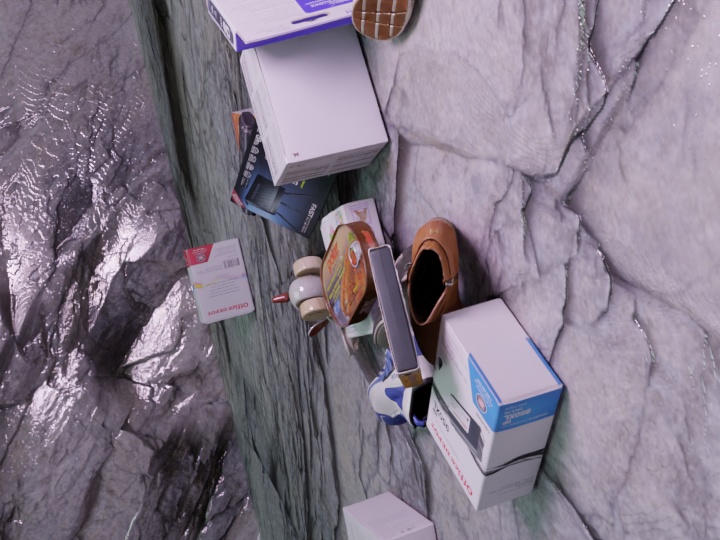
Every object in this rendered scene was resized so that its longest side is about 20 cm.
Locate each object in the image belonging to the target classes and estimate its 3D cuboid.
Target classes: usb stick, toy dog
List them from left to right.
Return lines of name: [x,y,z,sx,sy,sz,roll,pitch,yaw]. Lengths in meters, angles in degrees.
usb stick: [-0.191,-0.179,1.557,0.201,0.032,0.056,96,160,-46]
toy dog: [-0.079,0.058,1.518,0.201,0.095,0.133,60,-159,-46]

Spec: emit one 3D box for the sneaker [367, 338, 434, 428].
sneaker: [0.072,0.191,1.328,0.200,0.080,0.116,103,150,-51]

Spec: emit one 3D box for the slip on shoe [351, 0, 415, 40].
slip on shoe: [0.035,-0.351,1.086,0.200,0.075,0.061,103,-171,-68]

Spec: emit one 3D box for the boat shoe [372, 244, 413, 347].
boat shoe: [0.062,0.040,1.289,0.201,0.066,0.058,111,160,-52]

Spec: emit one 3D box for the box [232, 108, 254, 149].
box: [-0.152,-0.229,1.633,0.200,0.096,0.126,-153,51,-67]

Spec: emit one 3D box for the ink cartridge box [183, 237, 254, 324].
ink cartridge box: [-0.379,0.028,2.430,0.083,0.144,0.203,176,81,-72]

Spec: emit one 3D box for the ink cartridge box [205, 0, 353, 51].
ink cartridge box: [-0.092,-0.354,1.234,0.200,0.196,0.044,-124,21,-47]

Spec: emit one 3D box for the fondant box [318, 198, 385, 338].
fondant box: [0.000,0.000,1.438,0.144,0.058,0.202,159,96,-71]

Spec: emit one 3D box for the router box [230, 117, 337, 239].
router box: [-0.113,-0.160,1.456,0.201,0.148,0.062,117,177,-48]

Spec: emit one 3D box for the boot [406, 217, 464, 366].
boot: [0.091,0.042,1.094,0.155,0.076,0.203,-61,-24,-72]

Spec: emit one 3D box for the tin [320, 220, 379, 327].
tin: [-0.013,0.006,1.341,0.113,0.041,0.200,63,154,20]

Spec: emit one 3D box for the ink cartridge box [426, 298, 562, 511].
ink cartridge box: [0.150,0.160,1.068,0.145,0.083,0.202,-121,24,-43]

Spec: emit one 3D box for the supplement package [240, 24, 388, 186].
supplement package: [-0.070,-0.246,1.309,0.111,0.154,0.202,143,111,-72]

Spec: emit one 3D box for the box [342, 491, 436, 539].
box: [0.055,0.476,1.555,0.200,0.096,0.126,-172,69,-70]

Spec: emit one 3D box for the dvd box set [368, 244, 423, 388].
dvd box set: [0.045,0.062,1.105,0.200,0.029,0.148,67,-171,-76]
